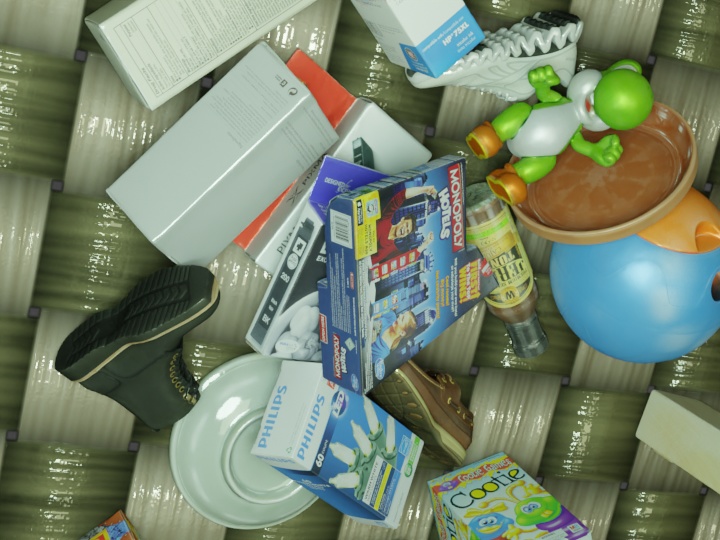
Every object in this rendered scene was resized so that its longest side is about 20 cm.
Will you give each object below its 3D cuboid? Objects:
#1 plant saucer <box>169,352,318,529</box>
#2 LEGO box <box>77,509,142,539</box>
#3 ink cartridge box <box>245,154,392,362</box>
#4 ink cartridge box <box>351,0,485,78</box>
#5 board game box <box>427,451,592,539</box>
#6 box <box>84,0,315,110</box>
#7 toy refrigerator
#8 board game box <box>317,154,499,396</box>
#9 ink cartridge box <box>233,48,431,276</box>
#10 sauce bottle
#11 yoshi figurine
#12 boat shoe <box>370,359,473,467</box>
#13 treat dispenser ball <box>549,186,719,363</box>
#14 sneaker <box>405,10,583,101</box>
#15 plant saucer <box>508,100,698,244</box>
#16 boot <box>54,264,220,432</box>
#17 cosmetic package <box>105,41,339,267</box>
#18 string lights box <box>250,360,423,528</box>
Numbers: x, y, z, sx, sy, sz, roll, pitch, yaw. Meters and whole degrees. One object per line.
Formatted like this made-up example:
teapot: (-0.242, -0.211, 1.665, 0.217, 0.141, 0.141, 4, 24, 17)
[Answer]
plant saucer: (-0.099, 0.187, 1.364, 0.199, 0.050, 0.202, -7, 109, -21)
LEGO box: (-0.252, 0.375, 1.340, 0.148, 0.077, 0.201, -34, 116, -10)
ink cartridge box: (0.000, 0.000, 1.306, 0.197, 0.043, 0.201, 11, 107, -47)
ink cartridge box: (0.023, -0.287, 1.234, 0.067, 0.116, 0.200, -40, 117, -6)
board game box: (0.165, 0.298, 1.424, 0.104, 0.200, 0.104, -19, 112, -16)
box: (-0.143, -0.244, 1.198, 0.199, 0.078, 0.095, -34, 116, -10)
toy refrigerator: (0.410, 0.210, 1.503, 0.075, 0.200, 0.070, 14, 101, -26)
board game box: (0.050, -0.009, 1.268, 0.199, 0.061, 0.202, -23, 121, -39)
ink cartridge box: (-0.051, -0.091, 1.305, 0.173, 0.044, 0.201, 37, 89, -29)
sauce bottle: (0.156, 0.004, 1.408, 0.064, 0.065, 0.201, -31, 115, -12)
yoshi figurine: (0.215, -0.153, 1.319, 0.199, 0.112, 0.113, -32, 146, -8)
boat shoe: (0.068, 0.137, 1.398, 0.068, 0.072, 0.200, -60, 140, -21)
treat dispenser ball: (0.303, -0.001, 1.392, 0.199, 0.201, 0.203, -7, 108, -21)
sneaker: (0.141, -0.208, 1.338, 0.199, 0.075, 0.082, -15, 120, -18)
plant saucer: (0.249, -0.101, 1.345, 0.200, 0.200, 0.032, -35, 133, -9)
boot: (-0.177, 0.079, 1.253, 0.199, 0.078, 0.138, -24, 129, 33)
cosmetic package: (-0.126, -0.100, 1.216, 0.200, 0.081, 0.113, -42, 158, -3)
string lights box: (-0.020, 0.181, 1.339, 0.200, 0.059, 0.103, 42, 59, -45)
